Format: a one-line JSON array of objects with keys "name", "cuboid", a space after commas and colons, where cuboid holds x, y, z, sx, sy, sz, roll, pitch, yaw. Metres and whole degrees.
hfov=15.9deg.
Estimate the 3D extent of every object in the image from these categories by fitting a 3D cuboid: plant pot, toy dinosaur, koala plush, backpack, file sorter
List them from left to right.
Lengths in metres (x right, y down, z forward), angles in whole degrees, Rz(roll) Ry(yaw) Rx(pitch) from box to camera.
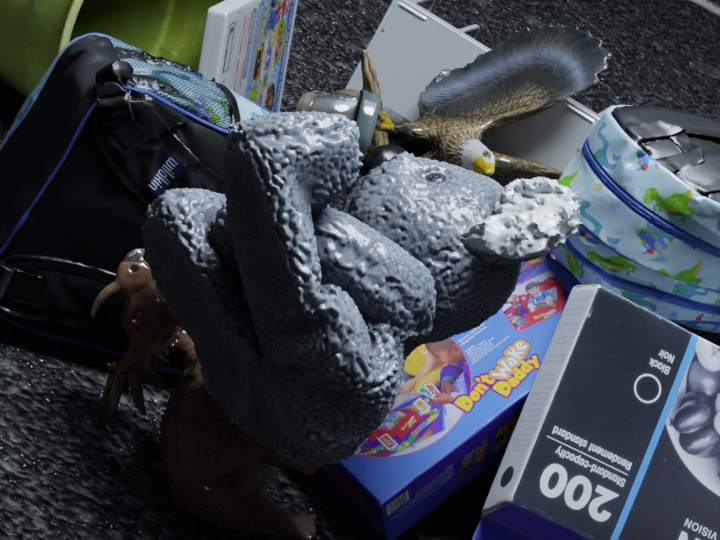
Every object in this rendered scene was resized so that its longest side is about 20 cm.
[{"name": "plant pot", "cuboid": [-0.226, -0.202, 1.898, 0.190, 0.201, 0.200, 24, 16, 28]}, {"name": "backpack", "cuboid": [-0.129, -0.043, 1.607, 0.200, 0.183, 0.147, 23, 21, -30]}, {"name": "toy dinosaur", "cuboid": [-0.088, 0.093, 1.493, 0.135, 0.086, 0.200, 8, 44, -24]}, {"name": "koala plush", "cuboid": [0.013, 0.001, 1.452, 0.200, 0.177, 0.184, -17, 81, -33]}, {"name": "file sorter", "cuboid": [0.096, -0.127, 2.183, 0.200, 0.139, 0.125, 32, 18, 8]}, {"name": "backpack", "cuboid": [0.213, -0.034, 1.646, 0.163, 0.154, 0.200, 52, 13, 30]}]

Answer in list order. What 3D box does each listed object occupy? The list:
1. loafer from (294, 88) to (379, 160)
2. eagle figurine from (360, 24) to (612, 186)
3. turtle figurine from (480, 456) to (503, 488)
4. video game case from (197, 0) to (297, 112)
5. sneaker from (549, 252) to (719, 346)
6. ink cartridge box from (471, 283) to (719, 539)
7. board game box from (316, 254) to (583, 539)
[{"name": "loafer", "cuboid": [-0.031, -0.113, 1.994, 0.063, 0.072, 0.200, 15, -7, -8]}, {"name": "eagle figurine", "cuboid": [0.098, -0.104, 2.071, 0.199, 0.152, 0.151, -9, 54, -17]}, {"name": "turtle figurine", "cuboid": [0.107, 0.098, 1.688, 0.149, 0.101, 0.200, -5, 60, -51]}, {"name": "video game case", "cuboid": [-0.090, -0.144, 1.965, 0.018, 0.144, 0.200, 13, 17, 11]}, {"name": "sneaker", "cuboid": [0.210, 0.029, 1.729, 0.200, 0.070, 0.082, 21, 40, -30]}, {"name": "ink cartridge box", "cuboid": [0.182, 0.139, 1.566, 0.198, 0.201, 0.043, 26, -10, -13]}, {"name": "board game box", "cuboid": [0.049, 0.060, 1.613, 0.200, 0.045, 0.134, -35, 56, -19]}]
